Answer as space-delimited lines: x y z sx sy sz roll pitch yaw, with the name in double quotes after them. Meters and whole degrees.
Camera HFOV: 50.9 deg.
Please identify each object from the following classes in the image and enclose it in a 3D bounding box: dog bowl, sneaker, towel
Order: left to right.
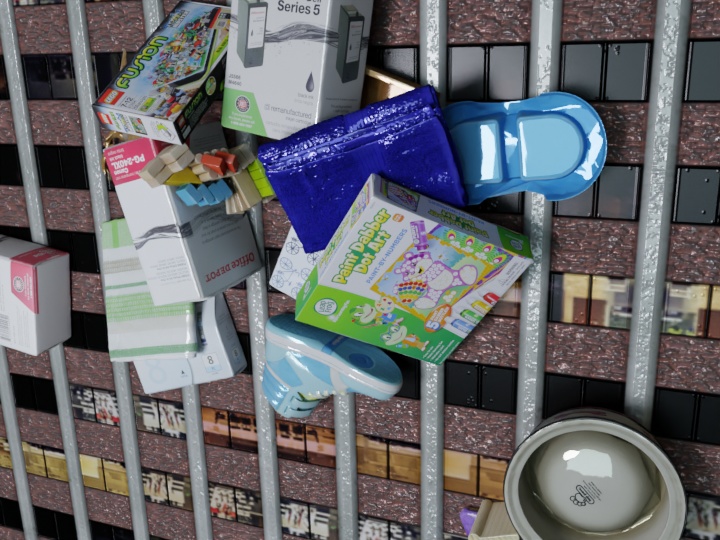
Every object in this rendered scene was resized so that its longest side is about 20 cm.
-0.290 0.023 1.048 0.148 0.031 0.202 -5 87 23 "towel"
-0.043 0.149 0.981 0.199 0.079 0.132 23 112 25 "sneaker"
0.006 -0.096 0.796 0.198 0.050 0.148 -16 125 13 "towel"
0.165 -0.133 0.821 0.198 0.050 0.113 -1 106 22 "dog bowl"
0.270 0.249 0.878 0.198 0.074 0.202 5 106 18 "dog bowl"

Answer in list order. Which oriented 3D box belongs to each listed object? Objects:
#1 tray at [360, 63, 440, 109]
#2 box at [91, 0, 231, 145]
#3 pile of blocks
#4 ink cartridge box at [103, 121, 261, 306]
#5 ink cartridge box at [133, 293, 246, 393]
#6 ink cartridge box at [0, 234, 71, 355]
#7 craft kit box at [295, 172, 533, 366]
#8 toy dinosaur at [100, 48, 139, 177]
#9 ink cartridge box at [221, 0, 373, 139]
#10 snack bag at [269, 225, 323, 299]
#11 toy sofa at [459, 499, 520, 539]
0.014 -0.129 0.893 0.098 0.037 0.201 25 113 14 "tray"
-0.206 -0.233 0.871 0.109 0.201 0.035 14 146 17 "box"
-0.150 -0.109 0.876 0.062 0.199 0.083 -6 93 50 "pile of blocks"
-0.215 -0.072 0.943 0.083 0.145 0.202 -9 102 26 "ink cartridge box"
-0.264 0.064 1.061 0.159 0.047 0.202 -14 102 25 "ink cartridge box"
-0.544 0.028 1.146 0.198 0.085 0.147 13 110 17 "ink cartridge box"
0.054 0.009 0.841 0.196 0.049 0.201 21 130 -16 "craft kit box"
-0.299 -0.180 1.004 0.105 0.060 0.201 -20 108 14 "toy dinosaur"
-0.070 -0.250 0.842 0.145 0.084 0.202 18 109 32 "ink cartridge box"
0.000 0.000 0.913 0.199 0.021 0.189 31 129 2 "snack bag"
0.186 0.399 0.958 0.097 0.083 0.202 -13 100 25 "toy sofa"
